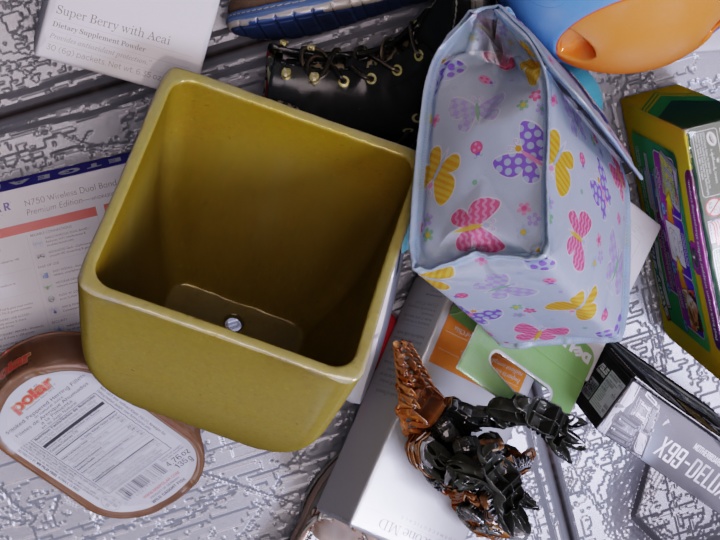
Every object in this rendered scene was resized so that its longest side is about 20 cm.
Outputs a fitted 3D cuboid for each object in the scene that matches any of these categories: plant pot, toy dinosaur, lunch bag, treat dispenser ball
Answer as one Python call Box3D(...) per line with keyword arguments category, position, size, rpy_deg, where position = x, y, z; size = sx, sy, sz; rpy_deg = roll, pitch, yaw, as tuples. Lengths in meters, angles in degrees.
Box3D(category="plant pot", position=(-0.086, 0.016, 1.424), size=(0.193, 0.200, 0.196), rpy_deg=(19, 56, -1))
Box3D(category="toy dinosaur", position=(0.075, 0.132, 1.463), size=(0.200, 0.135, 0.103), rpy_deg=(33, 71, -41))
Box3D(category="lunch bag", position=(0.120, -0.067, 1.411), size=(0.126, 0.170, 0.201), rpy_deg=(-7, 65, 24))
Box3D(category="treat dispenser ball", position=(0.186, -0.242, 1.463), size=(0.199, 0.201, 0.202), rpy_deg=(-2, 102, -9))

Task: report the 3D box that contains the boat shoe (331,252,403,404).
Box3D(category="boat shoe", position=(0.000, 0.000, 1.540), size=(0.056, 0.069, 0.201), rpy_deg=(13, 103, 6))

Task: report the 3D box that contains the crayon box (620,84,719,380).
Box3D(category="crayon box", position=(0.264, -0.030, 1.554), size=(0.058, 0.173, 0.201), rpy_deg=(-14, 104, -4))

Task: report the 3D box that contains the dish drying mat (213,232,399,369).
Box3D(category="dish drying mat", position=(-0.046, 0.005, 1.558), size=(0.077, 0.018, 0.200), rpy_deg=(-43, 115, -10))

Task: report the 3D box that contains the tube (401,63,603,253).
Box3D(category="tube", position=(0.102, -0.090, 1.532), size=(0.200, 0.050, 0.078), rpy_deg=(-36, 140, -31))

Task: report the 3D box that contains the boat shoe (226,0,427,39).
Box3D(category="boat shoe", position=(-0.008, -0.226, 1.526), size=(0.199, 0.072, 0.073), rpy_deg=(-14, 84, -1))

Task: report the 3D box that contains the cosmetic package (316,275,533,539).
Box3D(category="cosmetic package", position=(0.057, 0.117, 1.575), size=(0.101, 0.071, 0.201), rpy_deg=(25, 84, -23))

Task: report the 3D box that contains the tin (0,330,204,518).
Box3D(category="tin", position=(-0.198, 0.119, 1.531), size=(0.112, 0.042, 0.200), rpy_deg=(-39, 131, 11))

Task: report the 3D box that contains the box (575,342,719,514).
Box3D(category="box", position=(0.230, 0.114, 1.564), size=(0.157, 0.200, 0.050), rpy_deg=(34, 97, -14))

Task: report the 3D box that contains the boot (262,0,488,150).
Box3D(category="boot", position=(0.009, -0.153, 1.499), size=(0.153, 0.074, 0.204), rpy_deg=(6, 140, -7))

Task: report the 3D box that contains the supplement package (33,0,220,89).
Box3D(category="supplement package", position=(-0.154, -0.241, 1.466), size=(0.120, 0.120, 0.201), rpy_deg=(14, 99, -11))

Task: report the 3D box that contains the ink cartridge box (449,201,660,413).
Box3D(category="ink cartridge box", position=(0.138, 0.021, 1.536), size=(0.104, 0.059, 0.201), rpy_deg=(36, 66, -19))

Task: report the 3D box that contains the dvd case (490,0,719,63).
Box3D(category="dvd case", position=(0.197, -0.236, 1.580), size=(0.198, 0.018, 0.144), rpy_deg=(-5, 103, -8))

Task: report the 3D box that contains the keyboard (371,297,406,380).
Box3D(category="keyboard", position=(0.049, 0.122, 1.635), size=(0.056, 0.011, 0.201), rpy_deg=(-23, 104, 1))

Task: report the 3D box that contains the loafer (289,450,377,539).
Box3D(category="loafer", position=(-0.027, 0.227, 1.614), size=(0.072, 0.063, 0.201), rpy_deg=(33, 95, -14))

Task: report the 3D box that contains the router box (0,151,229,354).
Box3D(category="router box", position=(-0.207, 0.012, 1.546), size=(0.199, 0.049, 0.181), rpy_deg=(-13, 103, -7))

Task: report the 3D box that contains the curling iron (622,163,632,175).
Box3D(category="curling iron", position=(0.120, -0.061, 1.598), size=(0.199, 0.026, 0.050), rpy_deg=(-11, 106, -8))
